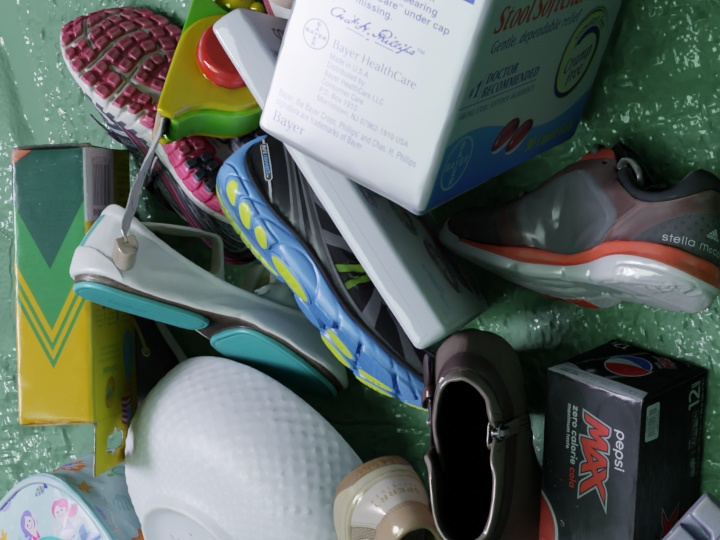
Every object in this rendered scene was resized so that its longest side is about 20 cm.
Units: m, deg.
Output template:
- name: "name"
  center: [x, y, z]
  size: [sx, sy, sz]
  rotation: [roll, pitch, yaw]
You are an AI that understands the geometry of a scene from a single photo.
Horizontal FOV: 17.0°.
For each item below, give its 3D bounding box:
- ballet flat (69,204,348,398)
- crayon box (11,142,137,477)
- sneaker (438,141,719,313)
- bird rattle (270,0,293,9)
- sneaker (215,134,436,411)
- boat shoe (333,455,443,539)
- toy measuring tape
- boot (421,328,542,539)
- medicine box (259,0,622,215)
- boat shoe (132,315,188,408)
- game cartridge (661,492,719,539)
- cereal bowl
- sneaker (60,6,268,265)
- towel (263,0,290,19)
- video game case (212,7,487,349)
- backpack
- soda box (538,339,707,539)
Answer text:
- name: "ballet flat"
  center: [-0.082, 0.015, 1.460]
  size: [0.069, 0.199, 0.070]
  rotation: [-39, 37, 39]
- name: "crayon box"
  center: [-0.177, 0.024, 1.505]
  size: [0.050, 0.127, 0.202]
  rotation: [-2, 90, 6]
- name: "sneaker"
  center: [0.127, -0.027, 1.309]
  size: [0.199, 0.077, 0.082]
  rotation: [8, 78, 49]
- name: "bird rattle"
  center: [-0.016, -0.213, 1.288]
  size: [0.112, 0.201, 0.164]
  rotation: [7, 131, -2]
- name: "sneaker"
  center: [0.000, 0.000, 1.419]
  size: [0.200, 0.083, 0.071]
  rotation: [52, 166, -1]
- name: "boat shoe"
  center: [0.027, 0.200, 1.425]
  size: [0.065, 0.071, 0.201]
  rotation: [52, 162, 45]
- name: "toy measuring tape"
  center: [-0.089, -0.084, 1.430]
  size: [0.073, 0.073, 0.201]
  rotation: [-16, 49, 45]
- name: "boot"
  center: [0.070, 0.131, 1.344]
  size: [0.070, 0.146, 0.202]
  rotation: [-8, 95, 12]
- name: "medicine box"
  center: [0.059, -0.155, 1.211]
  size: [0.103, 0.182, 0.201]
  rotation: [29, 117, 20]
- name: "boat shoe"
  center: [-0.160, 0.053, 1.602]
  size: [0.072, 0.060, 0.203]
  rotation: [-23, 88, 46]
- name: "game cartridge"
  center: [0.164, 0.235, 1.282]
  size: [0.130, 0.038, 0.200]
  rotation: [43, 93, 1]
- name: "cereal bowl"
  center: [-0.074, 0.157, 1.495]
  size: [0.199, 0.083, 0.201]
  rotation: [29, 143, 25]
- name: "sneaker"
  center: [-0.123, -0.085, 1.508]
  size: [0.200, 0.080, 0.075]
  rotation: [51, 148, 23]
- name: "towel"
  center: [0.028, -0.142, 1.383]
  size: [0.199, 0.023, 0.145]
  rotation: [-21, 91, 47]
- name: "video game case"
  center: [-0.001, -0.052, 1.322]
  size: [0.024, 0.182, 0.201]
  rotation: [-33, 87, 10]
- name: "backpack"
  center: [-0.178, 0.229, 1.627]
  size: [0.178, 0.150, 0.201]
  rotation: [-46, 67, 44]
- name: "soda box"
  center: [0.143, 0.146, 1.342]
  size: [0.070, 0.063, 0.202]
  rotation: [17, 115, 39]
